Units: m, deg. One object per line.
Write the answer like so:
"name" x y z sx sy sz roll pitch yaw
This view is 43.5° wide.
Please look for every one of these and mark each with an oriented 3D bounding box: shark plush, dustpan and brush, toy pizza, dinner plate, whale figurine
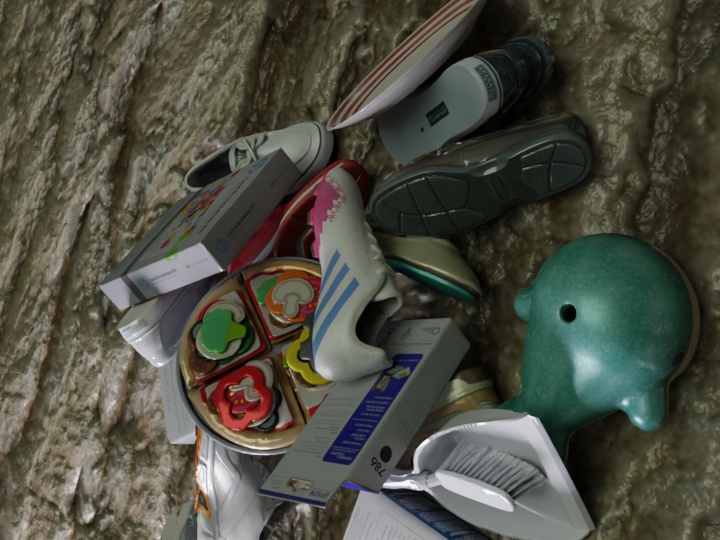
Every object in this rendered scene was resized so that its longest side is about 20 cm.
"shark plush" -0.179 0.353 0.968 0.083 0.091 0.201 -22 58 3
"dustpan and brush" 0.075 0.169 0.740 0.199 0.140 0.057 3 41 48
"toy pizza" -0.083 0.073 0.852 0.198 0.032 0.202 -5 62 10
"dinner plate" 0.047 -0.193 0.833 0.200 0.024 0.200 -39 16 13
"whale figurine" 0.165 0.066 0.693 0.159 0.103 0.201 47 115 36

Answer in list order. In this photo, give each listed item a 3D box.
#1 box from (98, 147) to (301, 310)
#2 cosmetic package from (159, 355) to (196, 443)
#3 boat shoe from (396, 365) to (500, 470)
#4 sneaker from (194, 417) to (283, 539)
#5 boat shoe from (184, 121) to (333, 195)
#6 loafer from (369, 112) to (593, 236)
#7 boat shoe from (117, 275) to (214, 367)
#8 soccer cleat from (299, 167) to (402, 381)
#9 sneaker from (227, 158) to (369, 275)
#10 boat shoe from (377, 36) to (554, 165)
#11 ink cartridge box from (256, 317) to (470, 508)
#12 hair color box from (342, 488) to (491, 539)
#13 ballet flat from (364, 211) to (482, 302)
"box" -0.170 -0.041 0.949 0.199 0.041 0.156 -16 30 44
"cosmetic package" -0.124 0.110 0.961 0.199 0.074 0.103 -30 63 35
"boat shoe" 0.040 0.156 0.813 0.199 0.071 0.077 -30 74 33
"sneaker" -0.122 0.204 0.913 0.076 0.091 0.202 -117 29 -67
"boat shoe" -0.117 -0.116 1.005 0.199 0.065 0.074 -22 67 37
"loafer" 0.104 -0.085 0.790 0.198 0.072 0.063 -15 36 22
"boat shoe" -0.198 0.041 0.998 0.072 0.200 0.069 -28 105 14
"soccer cleat" 0.000 0.000 0.797 0.085 0.070 0.202 -8 66 24
"sneaker" -0.083 -0.060 0.958 0.200 0.078 0.116 -46 47 12
"boat shoe" 0.094 -0.151 0.829 0.200 0.090 0.071 -14 101 65
"ink cartridge box" 0.005 0.123 0.758 0.099 0.039 0.200 -5 39 51
"hair color box" 0.071 0.269 0.762 0.199 0.060 0.101 25 98 42
"ballet flat" 0.040 -0.022 0.852 0.199 0.069 0.070 14 91 42
